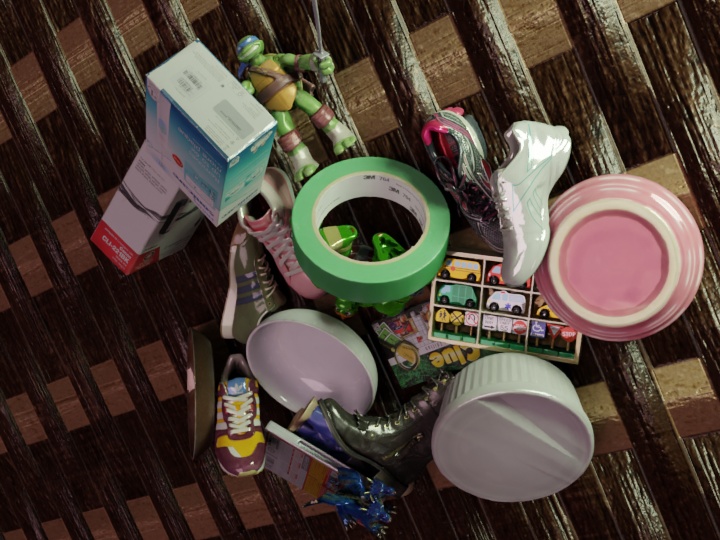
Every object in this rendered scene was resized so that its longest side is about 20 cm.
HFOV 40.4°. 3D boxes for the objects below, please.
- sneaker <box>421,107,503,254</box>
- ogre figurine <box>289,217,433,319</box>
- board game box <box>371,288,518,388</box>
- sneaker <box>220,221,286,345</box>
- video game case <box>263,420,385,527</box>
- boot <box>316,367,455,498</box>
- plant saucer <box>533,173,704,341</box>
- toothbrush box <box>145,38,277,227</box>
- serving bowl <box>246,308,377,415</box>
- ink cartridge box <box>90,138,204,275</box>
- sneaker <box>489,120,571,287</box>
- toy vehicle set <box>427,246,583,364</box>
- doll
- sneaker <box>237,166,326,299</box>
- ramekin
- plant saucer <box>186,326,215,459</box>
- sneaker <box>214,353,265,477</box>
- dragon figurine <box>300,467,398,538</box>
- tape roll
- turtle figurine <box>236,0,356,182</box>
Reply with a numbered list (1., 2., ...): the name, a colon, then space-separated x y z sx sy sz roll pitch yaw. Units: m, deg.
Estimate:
1. sneaker: 0.136 -0.105 1.224 0.080 0.075 0.200 -32 90 33
2. ogre figurine: 0.000 0.000 1.306 0.199 0.098 0.120 6 139 3
3. board game box: 0.116 0.085 1.332 0.199 0.023 0.105 -25 96 33
4. sneaker: -0.146 0.022 1.438 0.089 0.067 0.201 18 115 15
5. video game case: -0.059 0.305 1.452 0.199 0.017 0.143 29 147 8
6. boot: 0.058 0.195 1.327 0.174 0.069 0.200 -43 109 2
7. plant saucer: 0.300 -0.012 1.155 0.200 0.051 0.202 3 100 19
8. toothbrush box: -0.191 -0.166 1.222 0.146 0.085 0.200 47 159 6
9. serving bowl: -0.061 0.127 1.404 0.199 0.066 0.201 16 134 17
10. ink cartridge box: -0.281 -0.107 1.418 0.084 0.144 0.200 43 122 9
11. sneaker: 0.187 -0.081 1.166 0.080 0.070 0.201 12 89 -18
12. toy vehicle set: 0.188 0.042 1.251 0.199 0.027 0.125 8 106 19
13. doll: -0.006 0.264 1.416 0.200 0.049 0.136 37 137 -6
14. sneaker: -0.113 -0.043 1.366 0.075 0.105 0.201 -21 96 22
15. ramekin: 0.192 0.194 1.245 0.201 0.094 0.203 4 127 5
16. plant saucer: -0.244 0.187 1.498 0.034 0.200 0.201 0 112 -12
17. sneaker: -0.179 0.208 1.416 0.075 0.200 0.090 -7 125 -10
18. dragon figurine: -0.016 0.310 1.338 0.199 0.059 0.100 8 143 44
19. tape roll: 0.012 -0.054 1.240 0.200 0.201 0.048 30 150 18
20. turtle figurine: -0.097 -0.218 1.263 0.194 0.144 0.200 54 155 -13
